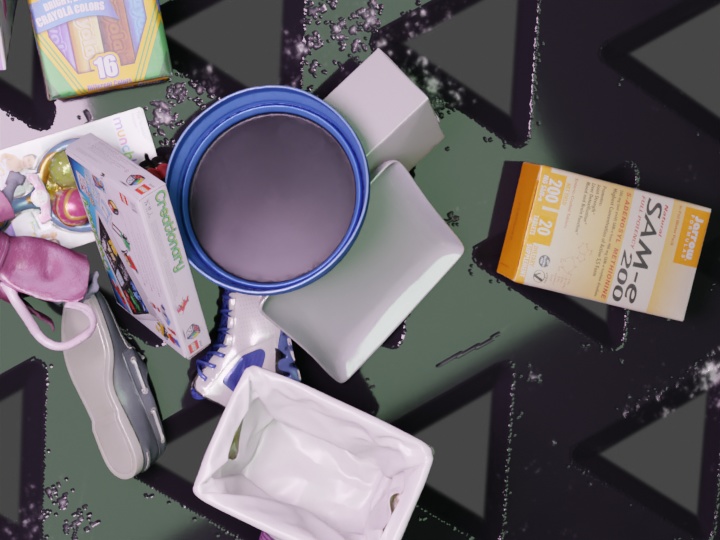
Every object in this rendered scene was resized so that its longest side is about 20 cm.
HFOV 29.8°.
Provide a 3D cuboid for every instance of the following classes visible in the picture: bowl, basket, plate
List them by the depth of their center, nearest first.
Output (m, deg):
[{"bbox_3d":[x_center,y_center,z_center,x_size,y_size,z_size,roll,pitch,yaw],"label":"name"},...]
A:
[{"bbox_3d":[-0.087,-0.074,1.285,0.197,0.039,0.204,-2,77,8],"label":"bowl"},{"bbox_3d":[-0.041,0.195,1.294,0.198,0.123,0.137,24,81,7],"label":"basket"},{"bbox_3d":[0.000,0.000,1.378,0.200,0.032,0.200,-47,143,-2],"label":"plate"}]

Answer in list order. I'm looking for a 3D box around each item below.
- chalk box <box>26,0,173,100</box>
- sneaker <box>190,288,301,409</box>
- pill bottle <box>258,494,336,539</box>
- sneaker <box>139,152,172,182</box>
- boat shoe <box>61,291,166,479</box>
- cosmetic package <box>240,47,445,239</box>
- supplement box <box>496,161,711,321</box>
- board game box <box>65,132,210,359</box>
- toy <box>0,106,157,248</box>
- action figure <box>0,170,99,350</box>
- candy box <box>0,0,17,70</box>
[{"bbox_3d":[-0.259,-0.275,1.304,0.122,0.125,0.203,-11,99,-8],"label":"chalk box"},{"bbox_3d":[-0.128,0.080,1.387,0.113,0.081,0.202,-16,100,-10],"label":"sneaker"},{"bbox_3d":[-0.045,0.270,1.407,0.111,0.112,0.203,18,93,-11],"label":"pill bottle"},{"bbox_3d":[-0.152,-0.089,1.380,0.198,0.074,0.088,-25,132,-15],"label":"sneaker"},{"bbox_3d":[-0.252,0.110,1.391,0.061,0.072,0.203,-19,93,-50],"label":"boat shoe"},{"bbox_3d":[-0.017,-0.111,1.361,0.200,0.108,0.085,-44,68,-4],"label":"cosmetic package"},{"bbox_3d":[0.259,-0.031,1.443,0.197,0.074,0.128,12,95,-11],"label":"supplement box"},{"bbox_3d":[-0.212,-0.022,1.295,0.034,0.126,0.202,-35,137,-26],"label":"board game box"},{"bbox_3d":[-0.297,-0.079,1.358,0.197,0.047,0.117,-18,101,-7],"label":"toy"},{"bbox_3d":[-0.358,-0.008,1.281,0.133,0.150,0.199,-37,135,24],"label":"action figure"},{"bbox_3d":[-0.361,-0.291,1.224,0.070,0.201,0.170,-5,119,-8],"label":"candy box"}]
